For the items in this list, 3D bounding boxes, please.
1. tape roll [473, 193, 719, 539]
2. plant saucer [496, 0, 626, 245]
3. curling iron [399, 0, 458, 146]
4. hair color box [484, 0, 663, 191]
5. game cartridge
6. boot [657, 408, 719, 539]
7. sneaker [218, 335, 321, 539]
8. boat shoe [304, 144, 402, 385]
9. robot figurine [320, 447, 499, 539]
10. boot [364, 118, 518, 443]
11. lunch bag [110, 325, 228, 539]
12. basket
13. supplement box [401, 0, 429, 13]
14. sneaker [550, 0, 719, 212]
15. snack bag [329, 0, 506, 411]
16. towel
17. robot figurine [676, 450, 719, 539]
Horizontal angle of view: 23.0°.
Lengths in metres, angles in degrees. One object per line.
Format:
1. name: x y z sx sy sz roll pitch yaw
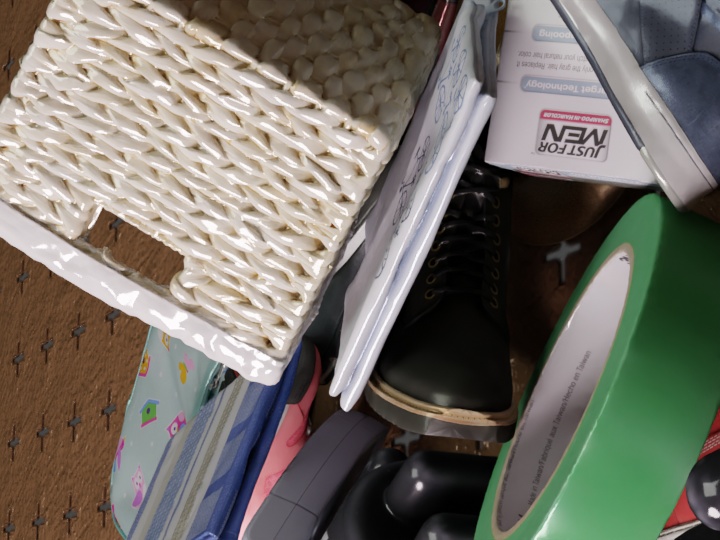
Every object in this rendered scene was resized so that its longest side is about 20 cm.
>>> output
1. tape roll: 0.113 0.065 0.817 0.200 0.048 0.202 -155 89 -87
2. plant saucer: 0.099 -0.116 0.995 0.200 0.035 0.203 -22 64 58
3. curling iron: 0.038 -0.105 1.102 0.050 0.025 0.202 -48 -23 -58
4. hair color box: 0.132 -0.144 0.882 0.098 0.060 0.203 9 91 34
5. game cartridge: -0.039 0.162 1.053 0.200 0.041 0.134 -45 -25 -66
6. boot: 0.168 0.073 0.803 0.200 0.072 0.146 -43 37 52
7. sneaker: -0.057 0.125 1.161 0.201 0.086 0.074 -65 30 28
8. boat shoe: 0.000 0.000 1.123 0.200 0.060 0.076 -50 15 46
9. robot figurine: 0.024 0.184 0.956 0.150 0.124 0.201 -49 -11 -52
10. boot: 0.050 -0.003 0.905 0.200 0.077 0.140 -109 30 -74
11. lunch bag: -0.110 0.121 1.267 0.160 0.076 0.202 43 120 56
12. basket: -0.076 -0.084 0.948 0.162 0.197 0.200 -59 3 27
13. supplement box: 0.033 -0.263 1.075 0.061 0.108 0.202 55 129 51
14. sneaker: 0.152 -0.147 0.794 0.146 0.077 0.204 -35 69 14
15. snack bag: 0.030 -0.055 0.911 0.201 0.021 0.190 -80 12 -61
16. towel: -0.097 0.133 1.068 0.200 0.024 0.148 -42 24 54
17. robot figurine: 0.186 0.127 0.626 0.199 0.150 0.126 -31 57 17
